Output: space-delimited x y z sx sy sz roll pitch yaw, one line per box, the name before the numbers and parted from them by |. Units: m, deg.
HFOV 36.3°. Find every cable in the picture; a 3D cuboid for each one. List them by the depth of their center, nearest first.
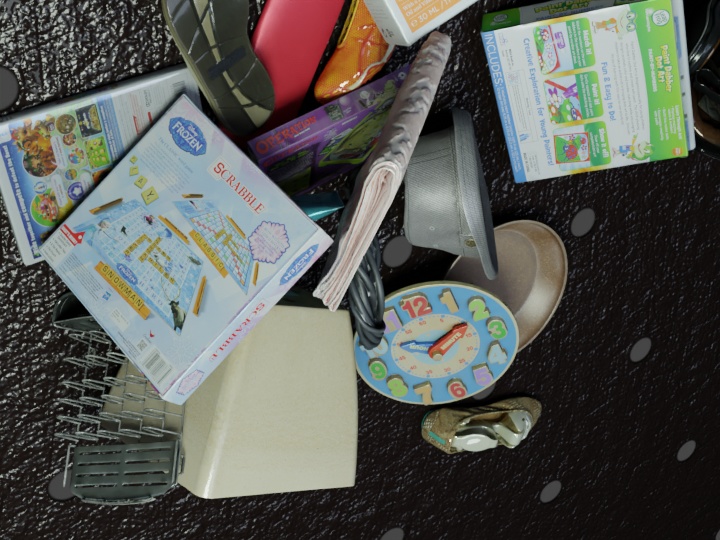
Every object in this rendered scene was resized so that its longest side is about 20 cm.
cable | 0.000 0.000 1.138 0.050 0.201 0.164 0 130 -1

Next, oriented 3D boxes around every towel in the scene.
towel | 0.019 -0.091 0.984 0.032 0.201 0.192 24 136 -4

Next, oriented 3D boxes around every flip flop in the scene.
flip flop | -0.133 -0.213 1.002 0.081 0.058 0.201 -35 136 -14

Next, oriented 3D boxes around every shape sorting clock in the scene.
shape sorting clock | 0.089 0.090 1.294 0.197 0.039 0.202 -1 128 -1

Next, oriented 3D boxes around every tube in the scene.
tube | -0.114 -0.043 1.072 0.198 0.078 0.051 -15 112 -2

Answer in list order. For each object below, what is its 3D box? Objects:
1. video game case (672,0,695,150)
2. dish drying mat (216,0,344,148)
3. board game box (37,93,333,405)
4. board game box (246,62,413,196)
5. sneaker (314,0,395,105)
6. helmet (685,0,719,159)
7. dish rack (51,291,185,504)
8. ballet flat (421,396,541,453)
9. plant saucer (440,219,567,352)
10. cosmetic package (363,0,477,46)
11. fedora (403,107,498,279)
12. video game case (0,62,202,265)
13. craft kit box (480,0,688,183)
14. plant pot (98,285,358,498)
video game case | 0.272 -0.207 1.220 0.180 0.022 0.201 -7 130 15
dish drying mat | -0.075 -0.210 1.066 0.076 0.018 0.202 13 111 -35
board game box | -0.159 -0.022 0.984 0.200 0.200 0.041 -46 157 1
board game box | -0.023 -0.132 1.100 0.199 0.032 0.120 -27 167 -17
sneaker | 0.011 -0.251 1.076 0.077 0.073 0.201 36 91 -20
helmet | 0.454 -0.243 1.271 0.191 0.199 0.200 -53 134 -19
dish rack | -0.226 0.116 1.031 0.054 0.152 0.202 28 59 -53
ballet flat | 0.172 0.211 1.445 0.198 0.065 0.071 -5 120 -31
plant saucer | 0.165 0.023 1.347 0.199 0.037 0.202 -15 124 -24
cosmetic package | 0.026 -0.315 0.988 0.101 0.071 0.201 -34 110 -6
fedora | 0.090 -0.078 1.182 0.089 0.179 0.200 -8 157 9
video game case | -0.237 -0.100 1.027 0.198 0.018 0.144 -21 127 -21
craft kit box | 0.245 -0.199 1.189 0.195 0.049 0.201 -5 130 17
plant pot | -0.118 0.101 1.109 0.199 0.199 0.179 5 101 -44
